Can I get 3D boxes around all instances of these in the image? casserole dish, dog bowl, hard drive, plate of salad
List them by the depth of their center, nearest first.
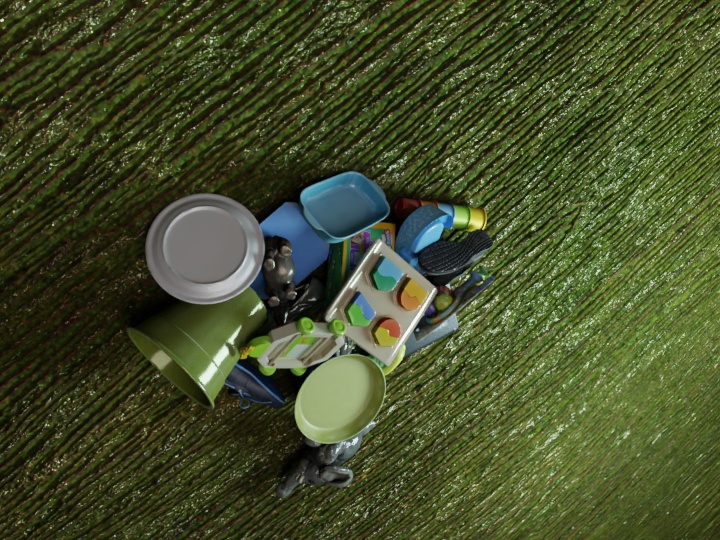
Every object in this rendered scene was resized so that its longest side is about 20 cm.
[{"bbox_3d":[-0.266,-0.037,1.138,0.200,0.048,0.200,3,72,-9],"label":"plate of salad"},{"bbox_3d":[-0.033,-0.114,1.220,0.200,0.121,0.039,-30,165,-43],"label":"casserole dish"},{"bbox_3d":[0.116,-0.054,1.321,0.111,0.050,0.200,-27,154,-30],"label":"dog bowl"},{"bbox_3d":[0.116,0.114,1.454,0.200,0.033,0.140,-25,120,-17],"label":"hard drive"}]

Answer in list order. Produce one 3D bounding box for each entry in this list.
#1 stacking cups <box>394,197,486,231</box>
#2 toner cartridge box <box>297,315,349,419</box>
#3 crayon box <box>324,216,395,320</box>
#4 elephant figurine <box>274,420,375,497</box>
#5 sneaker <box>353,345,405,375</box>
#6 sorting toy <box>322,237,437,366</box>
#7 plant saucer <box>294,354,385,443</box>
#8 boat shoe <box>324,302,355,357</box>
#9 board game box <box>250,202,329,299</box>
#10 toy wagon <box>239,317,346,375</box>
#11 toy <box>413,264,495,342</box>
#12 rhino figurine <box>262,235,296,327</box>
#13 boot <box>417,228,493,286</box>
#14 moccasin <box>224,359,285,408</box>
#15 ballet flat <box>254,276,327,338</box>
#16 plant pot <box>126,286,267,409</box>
[{"bbox_3d":[0.166,-0.121,1.369,0.200,0.061,0.061,9,106,-28],"label":"stacking cups"},{"bbox_3d":[-0.083,0.198,1.349,0.043,0.095,0.200,-25,121,-16],"label":"toner cartridge box"},{"bbox_3d":[0.000,0.000,1.292,0.119,0.058,0.200,4,90,-32],"label":"crayon box"},{"bbox_3d":[-0.080,0.410,1.438,0.142,0.155,0.200,-46,153,-58],"label":"elephant figurine"},{"bbox_3d":[0.011,0.207,1.412,0.084,0.074,0.200,40,110,-5],"label":"sneaker"},{"bbox_3d":[0.046,0.065,1.261,0.200,0.036,0.185,40,79,-31],"label":"sorting toy"},{"bbox_3d":[-0.043,0.251,1.317,0.200,0.031,0.200,-11,114,-24],"label":"plant saucer"},{"bbox_3d":[-0.036,0.134,1.360,0.060,0.072,0.202,-8,111,-19],"label":"boat shoe"},{"bbox_3d":[-0.155,-0.040,1.246,0.200,0.039,0.158,-41,130,-4],"label":"board game box"},{"bbox_3d":[-0.125,0.134,1.178,0.200,0.040,0.155,7,140,-38],"label":"toy wagon"},{"bbox_3d":[0.178,0.055,1.361,0.200,0.115,0.047,-37,100,7],"label":"toy"},{"bbox_3d":[-0.147,0.028,1.206,0.060,0.087,0.200,-5,118,-9],"label":"rhino figurine"},{"bbox_3d":[0.180,-0.006,1.368,0.200,0.070,0.132,-17,155,-34],"label":"boot"},{"bbox_3d":[-0.238,0.215,1.296,0.200,0.080,0.068,41,93,-20],"label":"moccasin"},{"bbox_3d":[-0.153,0.086,1.294,0.200,0.067,0.064,-39,96,-9],"label":"ballet flat"},{"bbox_3d":[-0.269,0.105,1.162,0.190,0.200,0.200,-49,126,-25],"label":"plant pot"}]
